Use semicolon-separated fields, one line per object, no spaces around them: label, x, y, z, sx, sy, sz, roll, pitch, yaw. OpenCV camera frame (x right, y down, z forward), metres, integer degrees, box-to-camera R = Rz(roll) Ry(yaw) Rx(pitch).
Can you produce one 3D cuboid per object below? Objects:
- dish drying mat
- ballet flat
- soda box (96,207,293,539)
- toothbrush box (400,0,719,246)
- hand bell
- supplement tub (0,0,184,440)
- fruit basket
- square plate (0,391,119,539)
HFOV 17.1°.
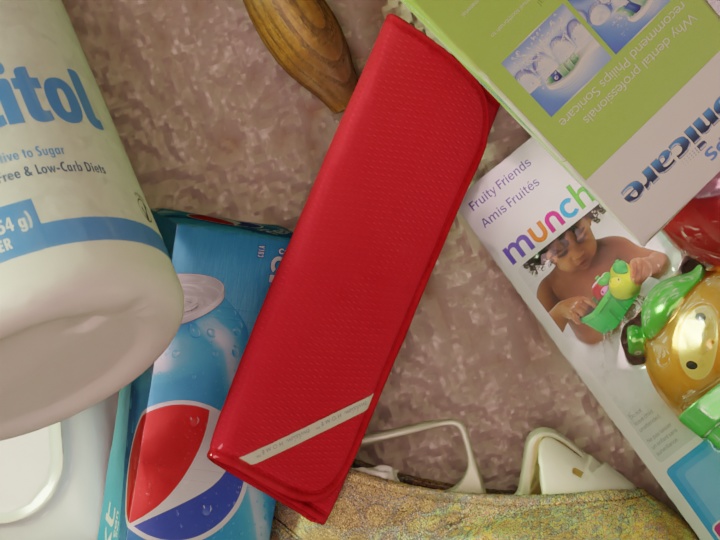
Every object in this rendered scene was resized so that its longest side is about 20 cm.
dish drying mat;0.000;0.000;0.994;0.077;0.018;0.201;34;74;-38
ballet flat;0.056;0.097;1.024;0.198;0.071;0.071;2;94;5
soda box;-0.071;0.079;1.020;0.064;0.068;0.202;8;95;-15
toothbrush box;0.055;-0.125;0.929;0.086;0.146;0.200;-45;121;6
hand bell;-0.060;-0.153;1.016;0.104;0.104;0.201;-33;105;5
supplement tub;-0.163;-0.044;0.962;0.131;0.132;0.201;-27;70;5
fruit basket;0.165;-0.007;0.995;0.185;0.094;0.201;-38;84;11
square plate;-0.205;0.036;1.053;0.196;0.028;0.202;-4;94;4
